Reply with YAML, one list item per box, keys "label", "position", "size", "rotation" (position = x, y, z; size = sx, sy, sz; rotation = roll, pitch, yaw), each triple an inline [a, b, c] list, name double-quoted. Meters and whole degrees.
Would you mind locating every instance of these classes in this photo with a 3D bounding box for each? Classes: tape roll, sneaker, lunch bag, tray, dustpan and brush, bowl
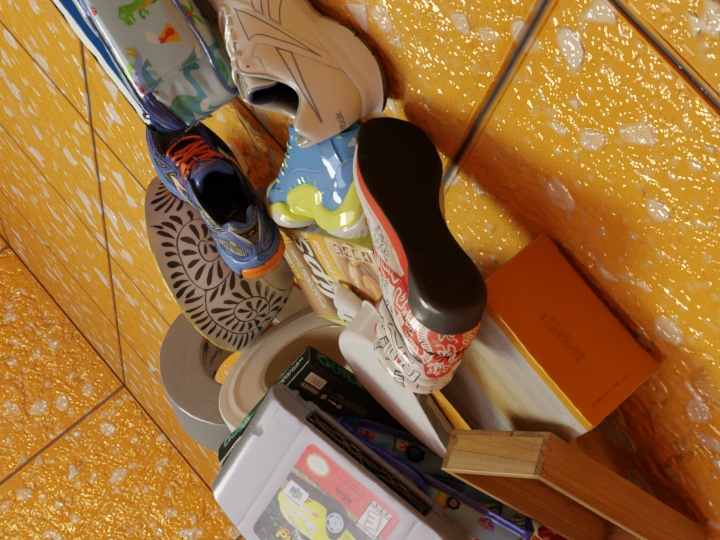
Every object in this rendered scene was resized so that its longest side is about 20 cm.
- label: "tape roll"
  position: [-0.124, 0.107, 1.279]
  size: [0.200, 0.200, 0.066]
  rotation: [38, 155, 32]
- label: "sneaker"
  position: [-0.070, -0.174, 0.845]
  size: [0.200, 0.087, 0.075]
  rotation: [44, 161, 22]
- label: "lunch bag"
  position: [0.034, 0.218, 0.963]
  size: [0.199, 0.094, 0.152]
  rotation: [22, 113, 7]
- label: "lunch bag"
  position: [-0.168, -0.217, 0.922]
  size: [0.201, 0.082, 0.161]
  rotation: [57, -167, -14]
- label: "sneaker"
  position: [-0.032, -0.091, 0.959]
  size: [0.200, 0.075, 0.106]
  rotation: [15, 121, 59]
- label: "tray"
  position: [0.166, 0.174, 0.858]
  size: [0.199, 0.037, 0.098]
  rotation: [34, 155, -32]
- label: "dustpan and brush"
  position: [0.015, 0.062, 0.936]
  size: [0.200, 0.057, 0.140]
  rotation: [30, 156, 49]
- label: "sneaker"
  position: [0.029, -0.010, 0.811]
  size: [0.108, 0.067, 0.202]
  rotation: [105, 154, -45]
- label: "bowl"
  position: [-0.122, -0.028, 1.151]
  size: [0.201, 0.094, 0.201]
  rotation: [52, -158, -31]
- label: "sneaker"
  position: [-0.138, -0.087, 1.053]
  size: [0.200, 0.075, 0.079]
  rotation: [48, 167, 24]
- label: "tape roll"
  position: [-0.035, 0.112, 1.092]
  size: [0.202, 0.202, 0.071]
  rotation: [21, 144, 55]

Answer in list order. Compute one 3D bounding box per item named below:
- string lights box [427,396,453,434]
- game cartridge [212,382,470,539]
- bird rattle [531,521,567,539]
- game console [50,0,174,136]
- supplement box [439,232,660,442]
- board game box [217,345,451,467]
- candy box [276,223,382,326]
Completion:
- label: "string lights box"
  position: [0.009, 0.181, 1.259]
  size: [0.059, 0.103, 0.200]
  rotation: [54, 160, -14]
- label: "game cartridge"
  position: [-0.024, 0.202, 0.925]
  size: [0.200, 0.041, 0.134]
  rotation: [37, 118, 11]
- label: "bird rattle"
  position: [0.179, 0.243, 1.064]
  size: [0.199, 0.113, 0.163]
  rotation: [19, 156, 35]
- label: "game console"
  position: [-0.224, -0.224, 1.048]
  size: [0.118, 0.171, 0.200]
  rotation: [-23, 111, 42]
- label: "supplement box"
  position: [0.124, 0.068, 0.857]
  size: [0.126, 0.073, 0.200]
  rotation: [50, 160, 7]
- label: "board game box"
  position: [-0.007, 0.167, 0.994]
  size: [0.199, 0.135, 0.028]
  rotation: [34, -158, -20]
- label: "candy box"
  position: [0.000, 0.000, 1.036]
  size: [0.200, 0.055, 0.116]
  rotation: [15, 138, 57]
